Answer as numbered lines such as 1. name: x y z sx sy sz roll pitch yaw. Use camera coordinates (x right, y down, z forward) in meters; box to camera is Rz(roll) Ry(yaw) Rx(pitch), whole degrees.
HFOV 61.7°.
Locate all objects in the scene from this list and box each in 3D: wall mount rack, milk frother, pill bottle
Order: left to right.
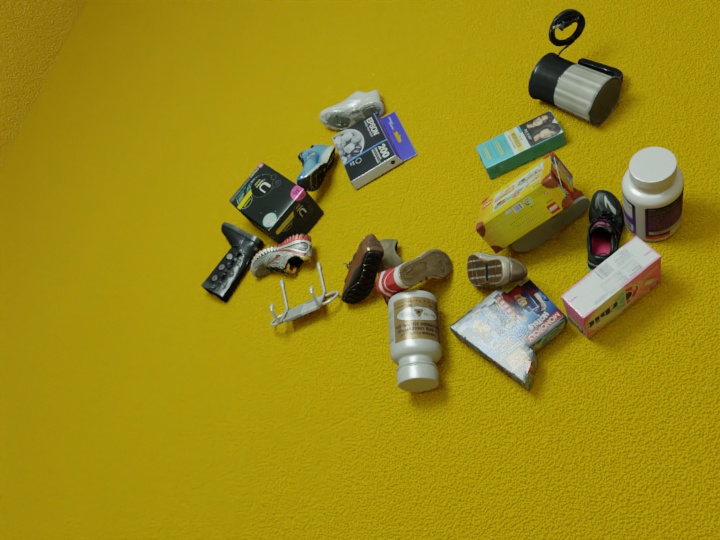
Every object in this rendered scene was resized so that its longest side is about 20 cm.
1. wall mount rack: -0.153 0.062 1.542 0.199 0.075 0.174 -24 17 12
2. pill bottle: 0.120 0.155 1.319 0.113 0.114 0.202 -13 58 20
3. milk frother: 0.522 -0.483 1.429 0.181 0.200 0.188 -45 53 -8
4. pill bottle: 0.584 -0.153 1.206 0.110 0.200 0.112 -12 58 20

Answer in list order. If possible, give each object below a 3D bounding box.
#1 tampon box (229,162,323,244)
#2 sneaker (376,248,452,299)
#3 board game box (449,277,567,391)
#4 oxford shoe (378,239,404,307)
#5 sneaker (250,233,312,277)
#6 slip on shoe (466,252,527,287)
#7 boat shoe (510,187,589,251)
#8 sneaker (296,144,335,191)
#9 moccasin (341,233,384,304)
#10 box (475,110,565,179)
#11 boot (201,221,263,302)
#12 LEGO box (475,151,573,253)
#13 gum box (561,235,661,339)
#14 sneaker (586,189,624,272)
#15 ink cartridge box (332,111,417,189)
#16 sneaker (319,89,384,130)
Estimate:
1. tampon box: -0.235 -0.177 1.679 0.199 0.126 0.150 34 82 36
2. sneaker: 0.120 0.009 1.396 0.112 0.199 0.072 -29 81 45
3. board game box: 0.325 0.137 1.260 0.199 0.062 0.200 -38 54 3
4. oxford shoe: 0.078 0.007 1.456 0.074 0.071 0.202 -11 64 1
5. sneaker: -0.213 -0.025 1.608 0.199 0.078 0.083 -25 66 27
6. slip on shoe: 0.292 -0.002 1.313 0.060 0.200 0.077 0 89 -13
7. boat shoe: 0.415 -0.116 1.353 0.199 0.071 0.063 -35 47 3
8. sneaker: -0.140 -0.291 1.691 0.089 0.079 0.201 17 41 9
9. moccasin: -0.002 0.000 1.442 0.073 0.202 0.078 3 42 -14
10. box: 0.394 -0.309 1.486 0.199 0.049 0.083 -25 55 12
11. boot: -0.386 -0.027 1.716 0.164 0.066 0.201 23 79 36
12. LEGO box: 0.356 -0.148 1.314 0.200 0.077 0.149 -36 15 33
13. gum box: 0.503 0.033 1.195 0.200 0.114 0.066 -39 53 2
14. sneaker: 0.518 -0.089 1.274 0.076 0.084 0.202 0 64 20
15. ink cartridge box: 0.036 -0.351 1.696 0.199 0.043 0.199 -28 54 8
16. sneaker: -0.026 -0.482 1.790 0.198 0.078 0.100 -10 52 11
